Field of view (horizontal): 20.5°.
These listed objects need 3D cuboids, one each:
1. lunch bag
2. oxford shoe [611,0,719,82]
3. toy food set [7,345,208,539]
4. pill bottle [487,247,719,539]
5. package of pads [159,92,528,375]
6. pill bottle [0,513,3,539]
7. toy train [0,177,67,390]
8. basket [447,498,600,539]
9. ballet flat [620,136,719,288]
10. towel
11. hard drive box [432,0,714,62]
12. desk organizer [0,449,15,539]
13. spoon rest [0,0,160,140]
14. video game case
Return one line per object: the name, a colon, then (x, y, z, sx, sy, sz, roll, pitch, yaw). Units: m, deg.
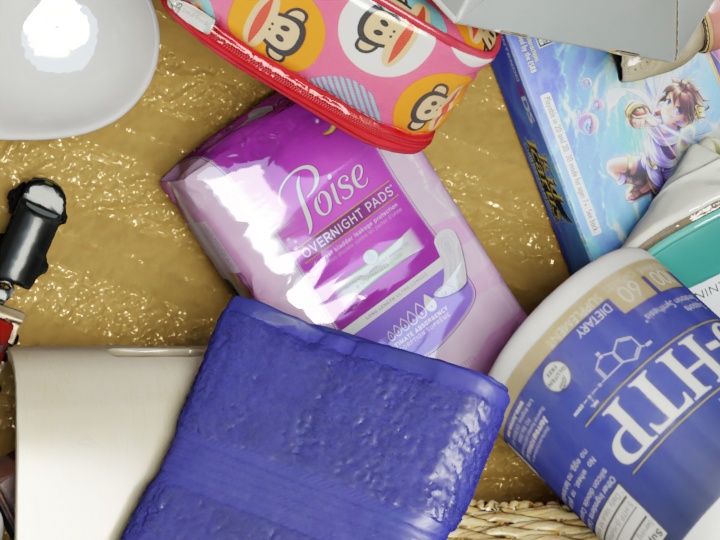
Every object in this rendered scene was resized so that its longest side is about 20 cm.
lunch bag: (-0.023, -0.155, 0.959, 0.176, 0.200, 0.082, 29, 117, -15)
oxford shoe: (0.116, -0.189, 1.034, 0.075, 0.071, 0.201, -28, 71, -8)
toy food set: (-0.100, 0.135, 0.957, 0.143, 0.060, 0.201, 1, 81, -19)
pill bottle: (0.165, 0.095, 0.965, 0.120, 0.120, 0.200, -41, 67, -10)
package of pads: (0.000, 0.000, 1.033, 0.120, 0.076, 0.200, -36, 100, -14)
pill bottle: (-0.278, 0.108, 0.921, 0.199, 0.120, 0.120, 31, 84, 9)
toy train: (-0.192, 0.048, 0.999, 0.034, 0.046, 0.201, 22, 87, -14)
basket: (0.069, 0.212, 1.001, 0.199, 0.149, 0.143, 5, 121, -15)
ballet flat: (0.212, -0.053, 1.037, 0.199, 0.069, 0.070, -30, 100, 16)
towel: (-0.031, 0.122, 0.904, 0.147, 0.050, 0.201, 17, 72, 22)
hard drive box: (0.063, -0.193, 0.946, 0.155, 0.200, 0.077, 4, 127, -42)
desk organizer: (-0.114, 0.173, 1.012, 0.077, 0.072, 0.201, -27, 99, -15)
spoon rest: (-0.191, -0.092, 0.987, 0.199, 0.061, 0.100, -31, 99, -11)
video game case: (0.184, -0.077, 1.094, 0.181, 0.045, 0.201, -24, 98, -14)
